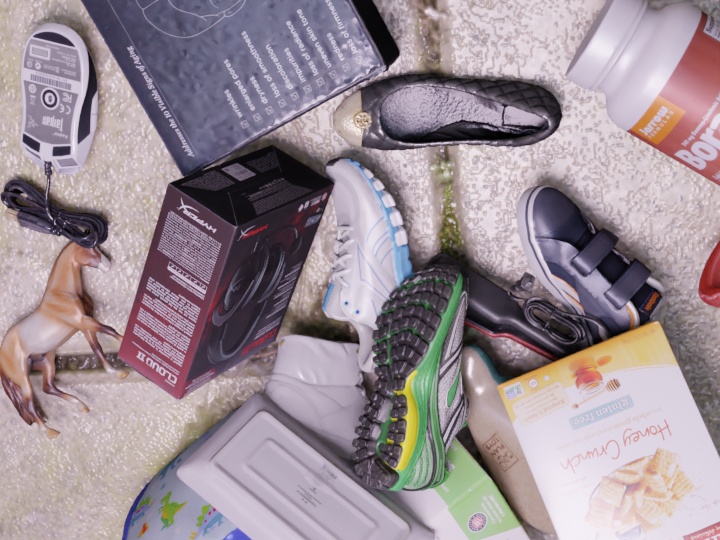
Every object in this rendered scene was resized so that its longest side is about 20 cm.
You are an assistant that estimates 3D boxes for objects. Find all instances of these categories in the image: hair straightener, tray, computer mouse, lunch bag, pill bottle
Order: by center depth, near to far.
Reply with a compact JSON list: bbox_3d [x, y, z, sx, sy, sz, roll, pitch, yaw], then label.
[{"bbox_3d":[0.273,-0.143,0.934,0.200,0.112,0.112,30,108,0],"label":"pill bottle"},{"bbox_3d":[-0.042,0.189,0.947,0.200,0.107,0.022,37,143,13],"label":"tray"},{"bbox_3d":[0.140,0.041,1.000,0.200,0.041,0.077,33,147,21],"label":"hair straightener"},{"bbox_3d":[-0.130,0.229,1.056,0.170,0.200,0.127,-40,96,16],"label":"lunch bag"},{"bbox_3d":[-0.273,-0.127,1.062,0.110,0.044,0.200,18,111,17],"label":"computer mouse"}]

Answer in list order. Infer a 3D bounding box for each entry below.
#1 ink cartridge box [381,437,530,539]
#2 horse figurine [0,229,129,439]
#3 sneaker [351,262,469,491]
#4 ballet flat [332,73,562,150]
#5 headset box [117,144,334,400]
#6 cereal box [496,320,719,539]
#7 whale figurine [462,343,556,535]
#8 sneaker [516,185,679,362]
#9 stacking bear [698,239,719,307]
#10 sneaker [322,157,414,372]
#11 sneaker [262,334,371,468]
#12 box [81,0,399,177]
[{"bbox_3d":[0.044,0.263,1.036,0.200,0.084,0.146,-36,128,-6],"label":"ink cartridge box"},{"bbox_3d":[-0.292,0.074,1.114,0.200,0.050,0.133,-43,83,23],"label":"horse figurine"},{"bbox_3d":[0.055,0.090,0.989,0.085,0.078,0.200,19,84,-39],"label":"sneaker"},{"bbox_3d":[0.073,-0.137,0.996,0.200,0.057,0.067,-2,104,10],"label":"ballet flat"},{"bbox_3d":[-0.119,0.007,0.998,0.077,0.149,0.200,32,120,19],"label":"headset box"},{"bbox_3d":[0.214,0.159,0.930,0.144,0.040,0.200,-24,78,9],"label":"cereal box"},{"bbox_3d":[0.161,0.142,1.042,0.200,0.104,0.159,44,143,10],"label":"whale figurine"},{"bbox_3d":[0.211,0.009,0.995,0.079,0.078,0.200,-13,115,48],"label":"sneaker"},{"bbox_3d":[0.396,0.039,0.968,0.121,0.114,0.200,-30,112,39],"label":"stacking bear"},{"bbox_3d":[0.000,0.000,1.022,0.087,0.075,0.200,-24,100,-18],"label":"sneaker"},{"bbox_3d":[0.001,0.126,1.071,0.200,0.116,0.074,28,155,-30],"label":"sneaker"},{"bbox_3d":[-0.102,-0.215,0.968,0.196,0.124,0.200,-26,100,14],"label":"box"}]
